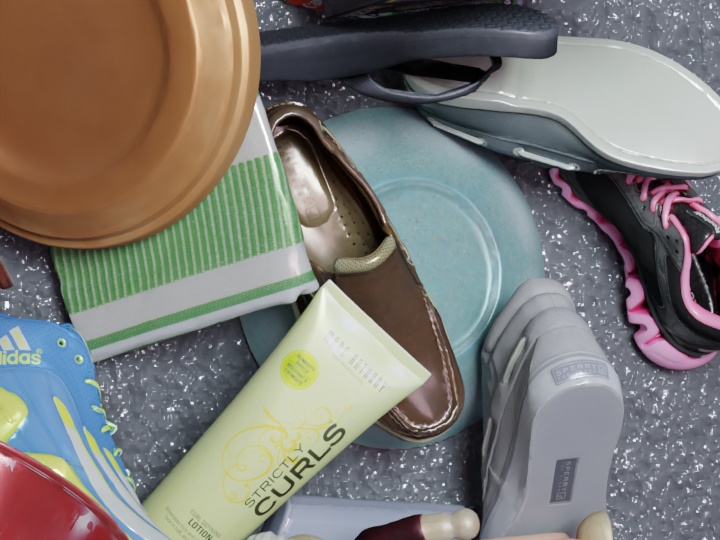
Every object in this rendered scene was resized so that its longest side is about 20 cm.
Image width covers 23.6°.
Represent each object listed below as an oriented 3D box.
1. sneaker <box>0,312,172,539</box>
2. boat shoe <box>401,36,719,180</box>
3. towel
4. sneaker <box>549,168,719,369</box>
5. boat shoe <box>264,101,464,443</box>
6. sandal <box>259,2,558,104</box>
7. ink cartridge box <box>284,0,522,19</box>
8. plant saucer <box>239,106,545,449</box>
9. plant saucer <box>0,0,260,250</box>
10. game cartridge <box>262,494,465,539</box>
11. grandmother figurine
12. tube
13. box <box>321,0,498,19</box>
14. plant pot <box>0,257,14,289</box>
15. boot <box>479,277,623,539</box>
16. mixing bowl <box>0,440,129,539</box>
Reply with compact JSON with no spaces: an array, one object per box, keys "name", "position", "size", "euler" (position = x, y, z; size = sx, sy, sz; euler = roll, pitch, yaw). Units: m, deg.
[{"name":"sneaker","position":[-0.151,0.085,0.888],"size":[0.199,0.076,0.105],"euler":[33,69,5]},{"name":"boat shoe","position":[0.120,-0.093,0.998],"size":[0.198,0.062,0.073],"euler":[16,68,5]},{"name":"towel","position":[-0.114,-0.064,0.916],"size":[0.151,0.023,0.202],"euler":[-17,92,22]},{"name":"sneaker","position":[0.182,-0.036,1.037],"size":[0.079,0.095,0.201],"euler":[-31,96,-18]},{"name":"boat shoe","position":[-0.005,0.003,0.929],"size":[0.074,0.075,0.203],"euler":[-33,92,-12]},{"name":"sandal","position":[0.017,-0.116,0.950],"size":[0.076,0.198,0.043],"euler":[-39,123,-59]},{"name":"ink cartridge box","position":[0.001,-0.205,1.002],"size":[0.198,0.050,0.110],"euler":[10,83,-21]},{"name":"plant saucer","position":[0.027,0.003,1.003],"size":[0.199,0.039,0.203],"euler":[2,86,-22]},{"name":"plant saucer","position":[-0.150,-0.110,0.884],"size":[0.198,0.037,0.202],"euler":[2,97,15]},{"name":"game cartridge","position":[-0.007,0.230,0.976],"size":[0.132,0.041,0.202],"euler":[5,84,-17]},{"name":"grandmother figurine","position":[0.031,0.166,0.929],"size":[0.198,0.061,0.122],"euler":[3,122,-13]},{"name":"tube","position":[-0.058,0.100,0.916],"size":[0.200,0.052,0.058],"euler":[-45,145,6]},{"name":"box","position":[0.082,-0.170,0.898],"size":[0.160,0.200,0.050],"euler":[-12,95,-19]},{"name":"plant pot","position":[-0.298,-0.027,0.808],"size":[0.194,0.201,0.202],"euler":[-32,98,-12]},{"name":"boot","position":[0.101,0.100,0.990],"size":[0.073,0.096,0.201],"euler":[1,130,-14]},{"name":"mixing bowl","position":[-0.214,0.151,0.792],"size":[0.199,0.200,0.109],"euler":[30,59,-16]}]
